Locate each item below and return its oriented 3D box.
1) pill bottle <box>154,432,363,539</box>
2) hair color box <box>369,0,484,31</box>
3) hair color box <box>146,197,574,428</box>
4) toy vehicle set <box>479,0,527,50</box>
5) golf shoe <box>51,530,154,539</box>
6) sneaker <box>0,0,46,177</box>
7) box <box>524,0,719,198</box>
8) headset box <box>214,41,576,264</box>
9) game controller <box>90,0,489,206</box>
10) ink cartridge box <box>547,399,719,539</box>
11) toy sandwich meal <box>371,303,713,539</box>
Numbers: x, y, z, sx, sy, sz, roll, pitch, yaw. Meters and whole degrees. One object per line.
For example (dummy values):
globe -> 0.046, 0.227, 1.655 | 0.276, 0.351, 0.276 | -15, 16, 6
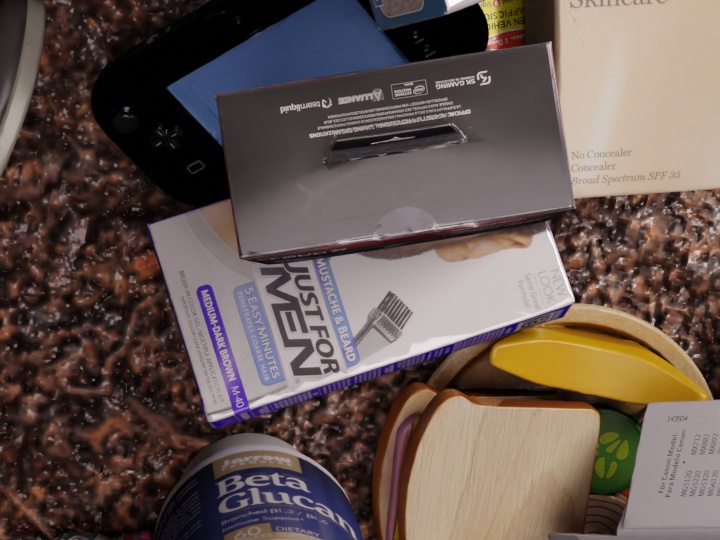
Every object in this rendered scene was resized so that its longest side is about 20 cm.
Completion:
pill bottle -> -0.051, 0.155, 1.078 | 0.110, 0.200, 0.112 | -2, 106, -7
hair color box -> 0.085, -0.184, 0.917 | 0.199, 0.060, 0.101 | -24, 101, -30
hair color box -> 0.000, 0.000, 1.094 | 0.199, 0.065, 0.110 | -18, 83, -4
toy vehicle set -> 0.074, -0.150, 1.098 | 0.199, 0.027, 0.125 | -10, 107, -4
golf shoe -> -0.151, 0.242, 1.161 | 0.091, 0.073, 0.202 | -2, 96, 0
sneaker -> -0.237, -0.062, 1.057 | 0.106, 0.075, 0.201 | 25, 102, -16
box -> 0.132, -0.144, 1.052 | 0.094, 0.078, 0.201 | -5, 106, -6
headset box -> 0.016, -0.050, 0.965 | 0.148, 0.200, 0.078 | -9, 88, 2
game controller -> -0.036, -0.103, 1.056 | 0.199, 0.042, 0.104 | -27, 121, 22
ink cartridge box -> 0.224, 0.155, 1.123 | 0.175, 0.084, 0.200 | -5, 142, 36
toy sandwich meal -> 0.108, 0.111, 1.154 | 0.204, 0.070, 0.207 | -2, 106, -7
